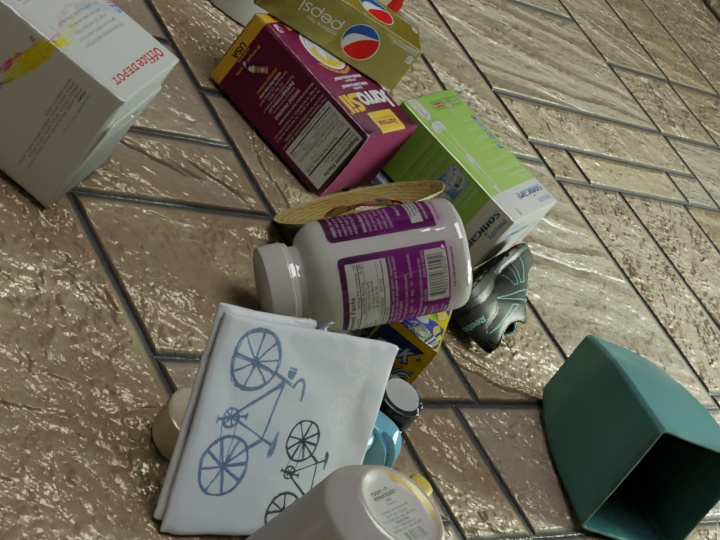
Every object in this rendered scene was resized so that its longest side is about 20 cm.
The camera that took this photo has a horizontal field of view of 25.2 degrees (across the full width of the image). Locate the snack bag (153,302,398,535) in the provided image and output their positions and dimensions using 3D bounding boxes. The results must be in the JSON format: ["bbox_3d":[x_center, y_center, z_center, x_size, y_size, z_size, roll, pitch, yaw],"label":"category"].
[{"bbox_3d":[-0.063,0.129,1.323,0.199,0.190,0.021,11,8,-41],"label":"snack bag"}]

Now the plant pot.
[{"bbox_3d":[0.288,0.174,1.744,0.141,0.142,0.201,21,27,-34],"label":"plant pot"}]

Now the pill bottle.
[{"bbox_3d":[0.000,0.000,1.569,0.198,0.113,0.113,-11,48,-12],"label":"pill bottle"}]

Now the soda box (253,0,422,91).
[{"bbox_3d":[-0.026,-0.295,1.860,0.199,0.064,0.068,29,28,-21],"label":"soda box"}]

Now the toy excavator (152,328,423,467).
[{"bbox_3d":[-0.063,0.137,1.404,0.194,0.100,0.200,39,36,-3],"label":"toy excavator"}]

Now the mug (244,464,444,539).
[{"bbox_3d":[-0.013,0.221,1.271,0.149,0.153,0.187,28,30,-22],"label":"mug"}]

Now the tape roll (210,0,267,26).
[{"bbox_3d":[-0.134,-0.390,2.071,0.202,0.071,0.203,31,29,-19],"label":"tape roll"}]

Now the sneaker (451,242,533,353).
[{"bbox_3d":[0.158,0.032,1.863,0.080,0.075,0.200,55,34,-3],"label":"sneaker"}]

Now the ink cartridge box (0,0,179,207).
[{"bbox_3d":[-0.301,-0.190,1.494,0.200,0.145,0.145,40,27,-2],"label":"ink cartridge box"}]

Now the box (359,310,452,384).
[{"bbox_3d":[0.056,0.040,1.710,0.070,0.064,0.200,38,27,-7],"label":"box"}]

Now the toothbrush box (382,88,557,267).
[{"bbox_3d":[0.123,-0.116,1.952,0.200,0.086,0.145,46,28,10],"label":"toothbrush box"}]

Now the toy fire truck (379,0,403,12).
[{"bbox_3d":[0.011,-0.437,2.287,0.176,0.129,0.200,50,17,16],"label":"toy fire truck"}]

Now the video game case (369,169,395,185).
[{"bbox_3d":[0.059,-0.111,1.976,0.200,0.018,0.143,50,28,16],"label":"video game case"}]

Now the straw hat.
[{"bbox_3d":[0.006,-0.033,1.705,0.201,0.200,0.086,-31,112,-61],"label":"straw hat"}]

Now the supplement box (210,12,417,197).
[{"bbox_3d":[-0.054,-0.197,1.864,0.200,0.103,0.131,48,27,11],"label":"supplement box"}]
